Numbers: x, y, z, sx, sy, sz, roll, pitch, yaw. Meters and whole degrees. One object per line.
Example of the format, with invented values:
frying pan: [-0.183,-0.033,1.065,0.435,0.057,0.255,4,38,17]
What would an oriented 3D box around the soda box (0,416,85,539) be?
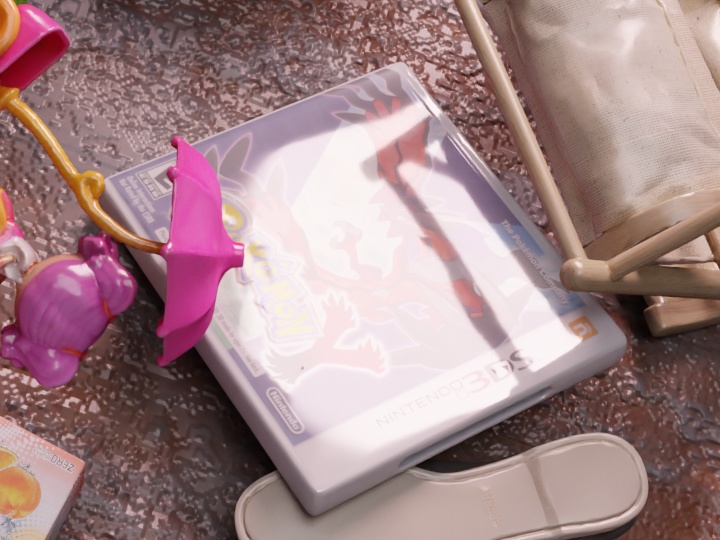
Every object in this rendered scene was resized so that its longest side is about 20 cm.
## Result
soda box: [-0.221,0.074,0.878,0.199,0.064,0.069,29,61,-2]

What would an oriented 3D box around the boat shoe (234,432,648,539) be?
boat shoe: [0.037,0.118,0.952,0.198,0.057,0.067,-6,65,-14]

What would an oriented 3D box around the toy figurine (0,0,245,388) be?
toy figurine: [-0.147,-0.024,0.902,0.184,0.150,0.200,42,85,6]

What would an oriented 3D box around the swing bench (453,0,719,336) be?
swing bench: [0.148,-0.087,1.017,0.129,0.200,0.200,-27,70,16]

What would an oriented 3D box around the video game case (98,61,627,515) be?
video game case: [0.000,0.000,0.980,0.181,0.023,0.200,-24,60,-26]
